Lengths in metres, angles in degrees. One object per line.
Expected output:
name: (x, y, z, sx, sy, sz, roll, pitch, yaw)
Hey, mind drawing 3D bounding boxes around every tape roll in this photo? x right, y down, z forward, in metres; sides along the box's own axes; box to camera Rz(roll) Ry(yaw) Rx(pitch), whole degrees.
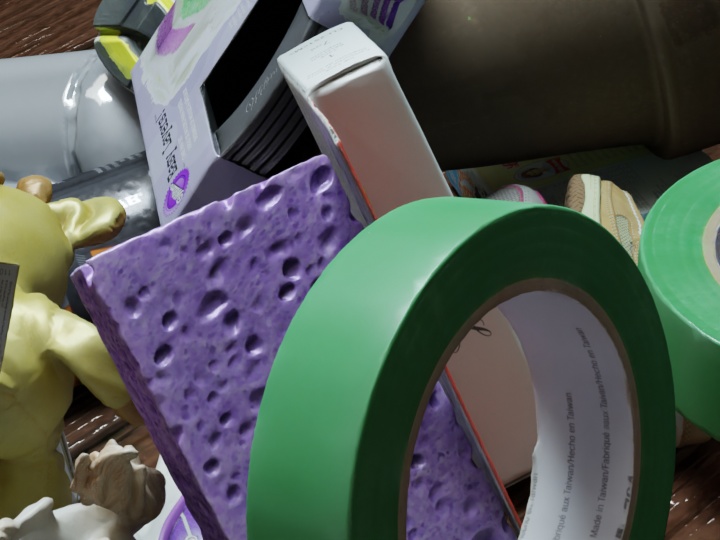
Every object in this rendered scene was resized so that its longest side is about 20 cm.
tape roll: (0.042, 0.075, 0.823, 0.048, 0.201, 0.200, 6, 31, 38)
tape roll: (0.218, 0.013, 0.970, 0.200, 0.048, 0.201, 0, 33, 0)

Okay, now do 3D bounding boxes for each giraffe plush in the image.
giraffe plush: (-0.175, 0.030, 0.965, 0.172, 0.200, 0.162, 24, 29, -18)

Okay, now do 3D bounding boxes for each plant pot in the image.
plant pot: (0.084, -0.130, 1.181, 0.174, 0.201, 0.200, -21, 24, -4)

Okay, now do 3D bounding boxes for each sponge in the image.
sponge: (-0.019, 0.065, 0.890, 0.111, 0.200, 0.030, -27, 1, -25)

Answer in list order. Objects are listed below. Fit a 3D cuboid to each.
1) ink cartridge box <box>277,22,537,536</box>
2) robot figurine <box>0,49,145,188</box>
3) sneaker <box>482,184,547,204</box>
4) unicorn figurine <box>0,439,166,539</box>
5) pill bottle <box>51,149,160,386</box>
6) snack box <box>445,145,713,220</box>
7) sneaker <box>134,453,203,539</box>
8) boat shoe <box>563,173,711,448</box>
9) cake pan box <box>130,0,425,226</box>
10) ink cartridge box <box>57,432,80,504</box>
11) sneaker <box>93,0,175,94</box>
ink cartridge box: (0.033, 0.003, 0.962, 0.043, 0.200, 0.174, -27, 18, -3)
robot figurine: (-0.178, -0.077, 1.399, 0.200, 0.113, 0.170, -2, 34, 27)
sneaker: (0.000, 0.000, 1.130, 0.200, 0.088, 0.081, -25, 24, -4)
unicorn figurine: (-0.146, 0.144, 0.881, 0.200, 0.074, 0.137, -32, -6, 3)
pill bottle: (-0.127, -0.004, 1.216, 0.200, 0.106, 0.106, -22, 24, -15)
snack box: (0.122, -0.049, 1.254, 0.116, 0.037, 0.200, -16, 24, -6)
sneaker: (-0.049, 0.100, 1.006, 0.083, 0.081, 0.200, 3, 36, 8)
boat shoe: (0.131, 0.023, 1.068, 0.076, 0.072, 0.200, 1, 37, 1)
cake pan box: (-0.041, -0.118, 1.123, 0.052, 0.184, 0.200, 24, 24, -23)
ink cartridge box: (-0.256, 0.094, 1.102, 0.200, 0.084, 0.144, 9, 32, 43)
sneaker: (-0.063, -0.098, 1.323, 0.074, 0.200, 0.085, -47, -12, 32)
